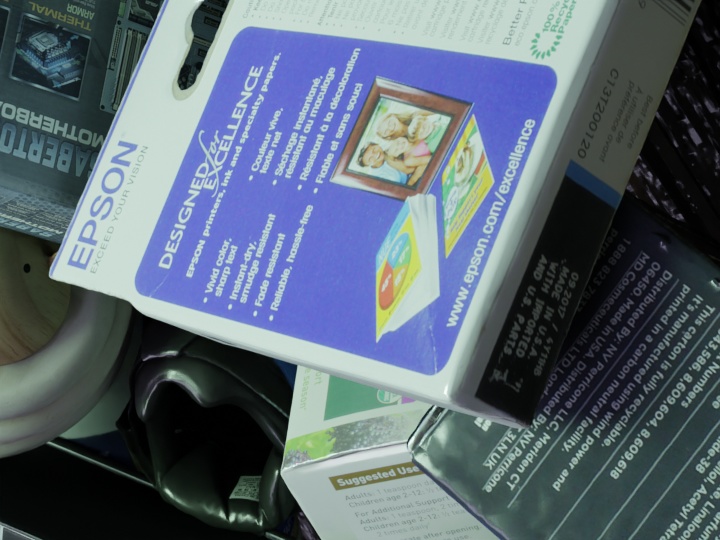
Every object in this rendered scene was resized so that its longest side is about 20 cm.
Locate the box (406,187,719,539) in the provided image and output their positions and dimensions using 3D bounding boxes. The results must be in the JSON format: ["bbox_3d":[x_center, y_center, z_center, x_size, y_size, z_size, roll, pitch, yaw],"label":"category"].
[{"bbox_3d":[0.137,0.081,0.781,0.200,0.105,0.148,40,-172,23],"label":"box"}]

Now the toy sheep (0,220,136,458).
[{"bbox_3d":[-0.149,0.008,0.978,0.138,0.138,0.200,52,171,0],"label":"toy sheep"}]

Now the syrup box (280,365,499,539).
[{"bbox_3d":[0.047,0.097,0.942,0.081,0.079,0.200,-13,133,20],"label":"syrup box"}]

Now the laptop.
[{"bbox_3d":[-0.135,0.128,1.050,0.186,0.116,0.201,22,133,10],"label":"laptop"}]

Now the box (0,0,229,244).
[{"bbox_3d":[-0.123,-0.101,0.874,0.199,0.159,0.051,17,164,-31],"label":"box"}]

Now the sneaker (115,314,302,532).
[{"bbox_3d":[-0.033,0.074,1.029,0.076,0.112,0.200,-8,135,22],"label":"sneaker"}]

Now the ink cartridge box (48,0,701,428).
[{"bbox_3d":[0.009,-0.065,0.797,0.199,0.199,0.043,15,170,47],"label":"ink cartridge box"}]

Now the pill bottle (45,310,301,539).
[{"bbox_3d":[-0.105,0.060,1.142,0.119,0.120,0.201,20,137,43],"label":"pill bottle"}]
